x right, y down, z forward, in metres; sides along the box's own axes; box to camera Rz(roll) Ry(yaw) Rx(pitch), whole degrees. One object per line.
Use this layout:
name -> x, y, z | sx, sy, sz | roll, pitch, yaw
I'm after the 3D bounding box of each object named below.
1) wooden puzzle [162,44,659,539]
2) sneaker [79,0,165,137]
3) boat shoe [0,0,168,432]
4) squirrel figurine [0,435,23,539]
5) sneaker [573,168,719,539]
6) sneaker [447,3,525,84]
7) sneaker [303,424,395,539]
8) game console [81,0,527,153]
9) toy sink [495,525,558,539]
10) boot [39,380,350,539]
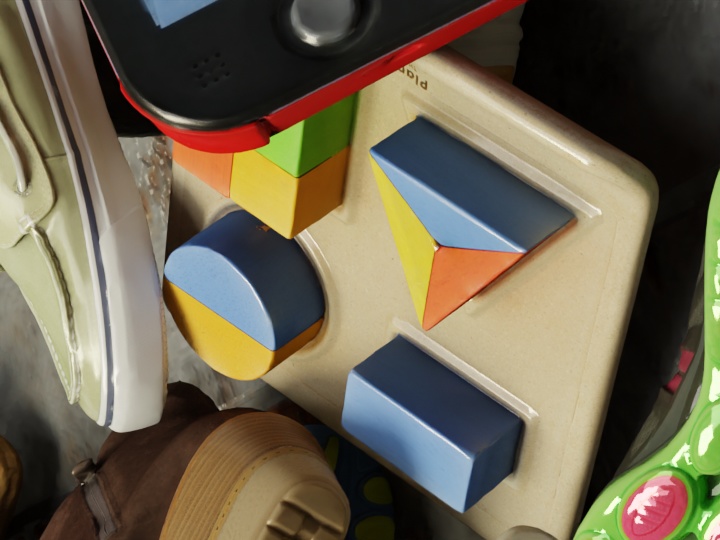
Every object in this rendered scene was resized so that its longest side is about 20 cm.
wooden puzzle -> 0.000, 0.000, 0.826 | 0.185, 0.046, 0.201 | 33, 142, 25
sneaker -> -0.128, -0.114, 0.996 | 0.199, 0.076, 0.091 | 32, 114, 36
boat shoe -> -0.119, -0.036, 0.901 | 0.072, 0.062, 0.201 | 128, 127, -67
squirrel figurine -> -0.212, 0.153, 1.122 | 0.186, 0.141, 0.201 | 37, 124, 46
sneaker -> 0.119, 0.037, 0.732 | 0.076, 0.084, 0.201 | 27, 119, 14
sneaker -> -0.019, -0.122, 0.869 | 0.199, 0.075, 0.089 | 23, 110, 34
sneaker -> -0.044, 0.153, 0.919 | 0.083, 0.070, 0.201 | -19, 48, 55
game console -> -0.018, -0.146, 0.778 | 0.201, 0.176, 0.031 | 63, -176, 26
toy sink -> 0.024, 0.199, 0.824 | 0.130, 0.200, 0.112 | 42, 165, -2
boot -> -0.085, 0.132, 0.870 | 0.072, 0.200, 0.166 | 40, 171, -20
